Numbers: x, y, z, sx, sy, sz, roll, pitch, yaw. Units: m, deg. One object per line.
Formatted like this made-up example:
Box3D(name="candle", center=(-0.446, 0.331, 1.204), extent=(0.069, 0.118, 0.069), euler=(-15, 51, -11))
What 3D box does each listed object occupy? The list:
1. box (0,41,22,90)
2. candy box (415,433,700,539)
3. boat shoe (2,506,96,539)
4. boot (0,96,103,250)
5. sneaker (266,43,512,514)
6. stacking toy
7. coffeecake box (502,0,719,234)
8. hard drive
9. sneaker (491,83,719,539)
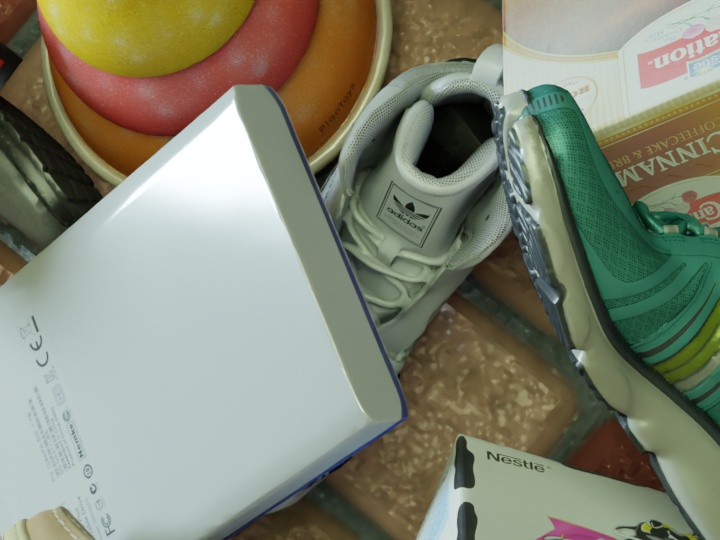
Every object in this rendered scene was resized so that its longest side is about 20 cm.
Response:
Box3D(name="box", center=(-0.236, -0.091, 0.956), extent=(0.200, 0.035, 0.110), euler=(34, 89, 30))
Box3D(name="candy box", center=(0.100, 0.151, 0.773), extent=(0.168, 0.200, 0.072), euler=(15, 116, -8))
Box3D(name="boat shoe", center=(-0.042, 0.140, 0.843), extent=(0.200, 0.071, 0.065), euler=(38, 85, 23))
Box3D(name="boot", center=(-0.202, -0.031, 0.981), extent=(0.200, 0.070, 0.132), euler=(38, 89, 29))
Box3D(name="sneaker", center=(0.000, 0.000, 0.892), extent=(0.075, 0.115, 0.200), euler=(34, 83, 1))
Box3D(name="stacking toy", center=(-0.074, -0.114, 0.897), extent=(0.146, 0.200, 0.146), euler=(-3, 75, 11))
Box3D(name="coffeecake box", center=(0.132, -0.099, 0.849), extent=(0.153, 0.073, 0.200), euler=(-22, 36, 19))
Box3D(name="hard drive", center=(-0.076, 0.039, 0.894), extent=(0.200, 0.025, 0.132), euler=(-37, 68, 38))
Box3D(name="sneaker", center=(0.107, 0.013, 0.769), extent=(0.080, 0.200, 0.078), euler=(-34, 28, 10))
